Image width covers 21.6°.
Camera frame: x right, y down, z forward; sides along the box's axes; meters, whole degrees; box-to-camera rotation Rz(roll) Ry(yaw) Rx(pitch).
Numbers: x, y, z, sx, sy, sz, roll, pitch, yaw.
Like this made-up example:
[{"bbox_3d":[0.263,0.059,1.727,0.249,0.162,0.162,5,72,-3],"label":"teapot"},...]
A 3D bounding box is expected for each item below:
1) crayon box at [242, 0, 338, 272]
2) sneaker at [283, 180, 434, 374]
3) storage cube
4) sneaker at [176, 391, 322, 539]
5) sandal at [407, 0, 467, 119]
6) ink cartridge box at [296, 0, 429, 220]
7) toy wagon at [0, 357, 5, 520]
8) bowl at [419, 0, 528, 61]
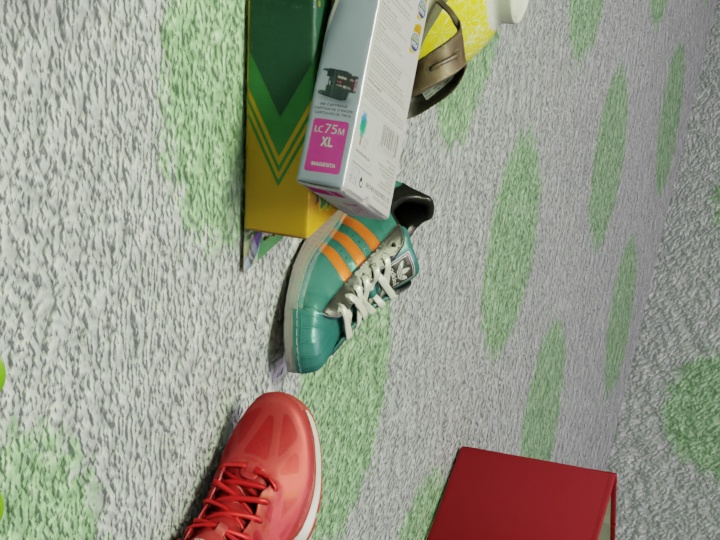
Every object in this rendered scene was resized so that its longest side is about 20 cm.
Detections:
[{"bbox_3d":[-0.036,-0.108,1.317,0.126,0.051,0.202,-47,143,-63],"label":"crayon box"},{"bbox_3d":[0.000,0.000,1.444,0.072,0.079,0.201,82,24,-47],"label":"sneaker"},{"bbox_3d":[0.174,0.321,2.051,0.201,0.178,0.172,-66,158,-44],"label":"storage cube"},{"bbox_3d":[-0.082,0.171,1.265,0.116,0.078,0.202,53,47,-70],"label":"sneaker"},{"bbox_3d":[0.048,-0.144,1.432,0.080,0.057,0.203,93,15,-79],"label":"sandal"},{"bbox_3d":[0.007,-0.143,1.284,0.119,0.042,0.202,30,73,-73],"label":"ink cartridge box"},{"bbox_3d":[-0.213,0.123,0.851,0.155,0.039,0.202,-42,139,-65],"label":"toy wagon"},{"bbox_3d":[0.082,-0.248,1.551,0.200,0.107,0.202,10,90,-74],"label":"bowl"}]
